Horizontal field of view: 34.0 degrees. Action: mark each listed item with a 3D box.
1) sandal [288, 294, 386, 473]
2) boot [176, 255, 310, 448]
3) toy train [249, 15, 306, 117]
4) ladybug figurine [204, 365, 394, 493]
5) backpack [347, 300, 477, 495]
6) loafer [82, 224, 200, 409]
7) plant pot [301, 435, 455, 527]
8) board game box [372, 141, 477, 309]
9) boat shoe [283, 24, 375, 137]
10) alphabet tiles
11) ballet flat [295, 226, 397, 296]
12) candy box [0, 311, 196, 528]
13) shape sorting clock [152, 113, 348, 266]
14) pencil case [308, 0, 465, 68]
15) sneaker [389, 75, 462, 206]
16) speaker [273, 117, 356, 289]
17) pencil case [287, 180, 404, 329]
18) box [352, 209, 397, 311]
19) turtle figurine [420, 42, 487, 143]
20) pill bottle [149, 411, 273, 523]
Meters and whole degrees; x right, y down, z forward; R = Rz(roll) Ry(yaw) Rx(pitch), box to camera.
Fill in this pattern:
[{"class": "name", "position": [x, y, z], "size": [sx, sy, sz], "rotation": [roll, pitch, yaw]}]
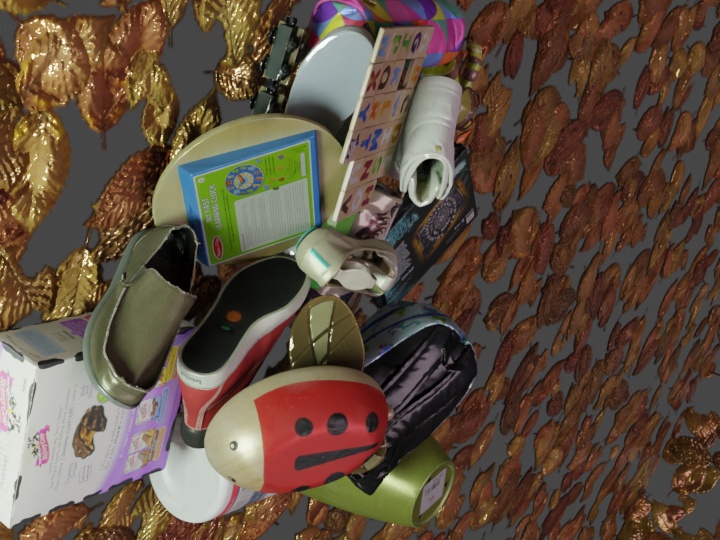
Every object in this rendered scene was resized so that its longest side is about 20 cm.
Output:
[{"class": "sandal", "position": [-0.025, 0.119, 1.249], "size": [0.080, 0.054, 0.201], "rotation": [-19, 109, -3]}, {"class": "boot", "position": [-0.122, 0.086, 1.216], "size": [0.200, 0.072, 0.145], "rotation": [-50, 158, -40]}, {"class": "toy train", "position": [-0.094, -0.158, 1.189], "size": [0.046, 0.034, 0.201], "rotation": [-19, 130, -65]}, {"class": "ladybug figurine", "position": [-0.054, 0.164, 1.170], "size": [0.199, 0.072, 0.137], "rotation": [-13, 125, -21]}, {"class": "backpack", "position": [0.036, 0.126, 1.346], "size": [0.199, 0.154, 0.163], "rotation": [-37, 115, 7]}, {"class": "loafer", "position": [-0.194, 0.031, 1.068], "size": [0.075, 0.069, 0.201], "rotation": [33, 45, -30]}, {"class": "plant pot", "position": [0.014, 0.235, 1.496], "size": [0.187, 0.199, 0.188], "rotation": [-36, 140, -37]}, {"class": "board game box", "position": [0.079, -0.056, 1.534], "size": [0.200, 0.028, 0.136], "rotation": [-47, 146, -24]}, {"class": "boat shoe", "position": [-0.035, -0.169, 1.190], "size": [0.086, 0.074, 0.203], "rotation": [-77, -171, -55]}, {"class": "alphabet tiles", "position": [0.019, -0.149, 1.189], "size": [0.167, 0.007, 0.201], "rotation": [-32, 142, -67]}, {"class": "ballet flat", "position": [0.000, 0.000, 1.259], "size": [0.200, 0.069, 0.070], "rotation": [9, 106, -61]}, {"class": "candy box", "position": [-0.263, 0.130, 1.120], "size": [0.199, 0.071, 0.169], "rotation": [-13, 124, -53]}, {"class": "shape sorting clock", "position": [-0.107, -0.078, 1.155], "size": [0.199, 0.039, 0.201], "rotation": [-19, 144, -14]}, {"class": "pencil case", "position": [0.030, -0.256, 1.256], "size": [0.199, 0.088, 0.089], "rotation": [-15, 126, -53]}, {"class": "sneaker", "position": [0.059, -0.118, 1.311], "size": [0.200, 0.073, 0.116], "rotation": [116, -17, -67]}, {"class": "speaker", "position": [-0.036, -0.085, 1.285], "size": [0.088, 0.088, 0.201], "rotation": [17, 99, -59]}, {"class": "pencil case", "position": [-0.019, -0.017, 1.367], "size": [0.089, 0.078, 0.201], "rotation": [19, 97, -39]}, {"class": "box", "position": [-0.015, 0.002, 1.427], "size": [0.041, 0.039, 0.201], "rotation": [15, 101, -61]}, {"class": "turtle figurine", "position": [0.105, -0.189, 1.412], "size": [0.201, 0.064, 0.161], "rotation": [-62, 160, 3]}, {"class": "pill bottle", "position": [-0.131, 0.201, 1.330], "size": [0.199, 0.119, 0.120], "rotation": [-10, 121, -54]}]
